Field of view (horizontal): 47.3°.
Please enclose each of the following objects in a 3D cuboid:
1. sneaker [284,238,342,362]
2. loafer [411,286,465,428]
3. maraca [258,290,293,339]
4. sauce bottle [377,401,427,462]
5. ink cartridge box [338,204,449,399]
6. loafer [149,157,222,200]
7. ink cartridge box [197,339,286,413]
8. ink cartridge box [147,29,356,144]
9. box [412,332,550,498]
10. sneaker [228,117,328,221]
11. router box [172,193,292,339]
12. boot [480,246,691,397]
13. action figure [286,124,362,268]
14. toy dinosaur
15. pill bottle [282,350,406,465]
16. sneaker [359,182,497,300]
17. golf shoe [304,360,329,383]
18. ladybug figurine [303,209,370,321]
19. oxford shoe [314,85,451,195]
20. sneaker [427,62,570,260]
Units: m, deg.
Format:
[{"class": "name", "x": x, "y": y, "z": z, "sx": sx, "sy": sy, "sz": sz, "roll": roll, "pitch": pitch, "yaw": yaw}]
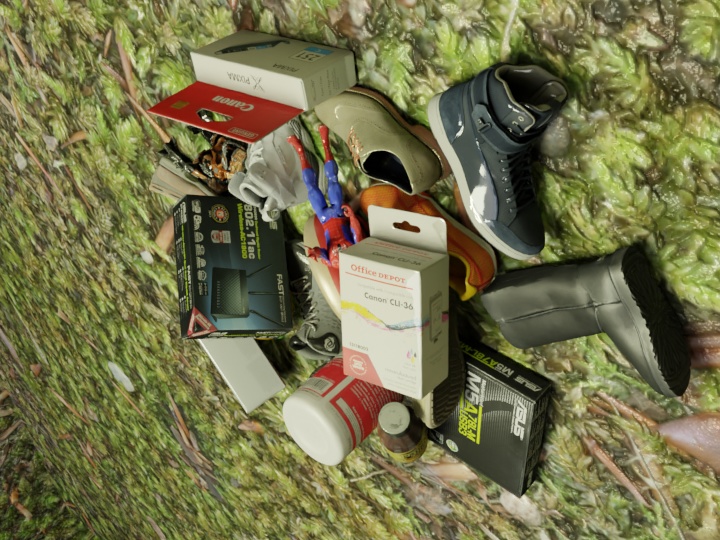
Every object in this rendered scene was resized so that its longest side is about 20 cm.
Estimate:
[{"class": "sneaker", "x": -0.075, "y": 0.056, "z": 1.208, "sx": 0.201, "sy": 0.115, "sz": 0.075, "roll": 53, "pitch": 145, "yaw": -2}, {"class": "loafer", "x": 0.085, "y": 0.099, "z": 1.042, "sx": 0.068, "sy": 0.075, "sz": 0.202, "roll": 10, "pitch": 108, "yaw": 43}, {"class": "maraca", "x": -0.171, "y": 0.048, "z": 1.325, "sx": 0.138, "sy": 0.106, "sz": 0.200, "roll": 64, "pitch": 162, "yaw": -14}, {"class": "sauce bottle", "x": 0.054, "y": 0.217, "z": 1.104, "sx": 0.066, "sy": 0.066, "sz": 0.200, "roll": 39, "pitch": 171, "yaw": 18}, {"class": "ink cartridge box", "x": 0.039, "y": 0.034, "z": 0.955, "sx": 0.116, "sy": 0.067, "sz": 0.202, "roll": 13, "pitch": 116, "yaw": 34}, {"class": "loafer", "x": -0.260, "y": -0.109, "z": 1.303, "sx": 0.199, "sy": 0.063, "sz": 0.072, "roll": 36, "pitch": -178, "yaw": 29}, {"class": "ink cartridge box", "x": -0.227, "y": 0.135, "z": 1.455, "sx": 0.201, "sy": 0.084, "sz": 0.176, "roll": 57, "pitch": 170, "yaw": -7}, {"class": "ink cartridge box", "x": -0.134, "y": -0.225, "z": 0.978, "sx": 0.199, "sy": 0.176, "sz": 0.045, "roll": 21, "pitch": 135, "yaw": 36}, {"class": "box", "x": 0.157, "y": 0.188, "z": 1.119, "sx": 0.192, "sy": 0.047, "sz": 0.201, "roll": 31, "pitch": 140, "yaw": 33}, {"class": "sneaker", "x": -0.130, "y": -0.164, "z": 1.080, "sx": 0.075, "sy": 0.115, "sz": 0.201, "roll": -17, "pitch": 107, "yaw": 53}, {"class": "router box", "x": -0.183, "y": -0.003, "z": 1.177, "sx": 0.062, "sy": 0.149, "sz": 0.202, "roll": -27, "pitch": 67, "yaw": 54}, {"class": "boot", "x": 0.241, "y": 0.068, "z": 0.901, "sx": 0.199, "sy": 0.065, "sz": 0.166, "roll": -18, "pitch": 97, "yaw": 50}, {"class": "action figure", "x": -0.042, "y": -0.079, "z": 0.986, "sx": 0.099, "sy": 0.065, "sz": 0.202, "roll": 36, "pitch": -143, "yaw": -80}, {"class": "toy dinosaur", "x": -0.219, "y": -0.157, "z": 1.213, "sx": 0.136, "sy": 0.102, "sz": 0.200, "roll": 41, "pitch": 142, "yaw": -10}, {"class": "pill bottle", "x": -0.005, "y": 0.168, "z": 1.152, "sx": 0.112, "sy": 0.200, "sz": 0.113, "roll": 29, "pitch": 139, "yaw": 29}, {"class": "sneaker", "x": 0.072, "y": -0.042, "z": 0.991, "sx": 0.199, "sy": 0.077, "sz": 0.073, "roll": 35, "pitch": 141, "yaw": 25}, {"class": "golf shoe", "x": -0.072, "y": 0.206, "z": 1.356, "sx": 0.078, "sy": 0.094, "sz": 0.201, "roll": 41, "pitch": 145, "yaw": 13}, {"class": "ladybug figurine", "x": 0.000, "y": 0.000, "z": 1.072, "sx": 0.072, "sy": 0.136, "sz": 0.201, "roll": -31, "pitch": 93, "yaw": 32}, {"class": "oxford shoe", "x": 0.011, "y": -0.155, "z": 0.962, "sx": 0.199, "sy": 0.074, "sz": 0.071, "roll": 33, "pitch": 143, "yaw": 27}, {"class": "sneaker", "x": 0.162, "y": -0.110, "z": 0.829, "sx": 0.146, "sy": 0.077, "sz": 0.203, "roll": -19, "pitch": 104, "yaw": 56}]
